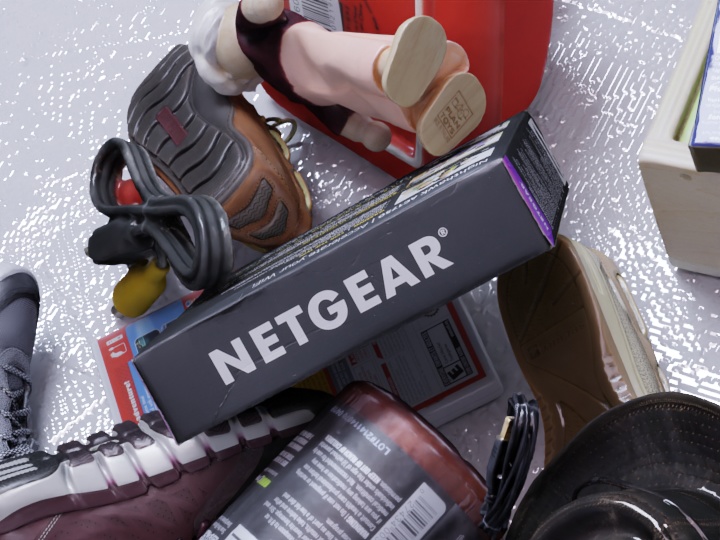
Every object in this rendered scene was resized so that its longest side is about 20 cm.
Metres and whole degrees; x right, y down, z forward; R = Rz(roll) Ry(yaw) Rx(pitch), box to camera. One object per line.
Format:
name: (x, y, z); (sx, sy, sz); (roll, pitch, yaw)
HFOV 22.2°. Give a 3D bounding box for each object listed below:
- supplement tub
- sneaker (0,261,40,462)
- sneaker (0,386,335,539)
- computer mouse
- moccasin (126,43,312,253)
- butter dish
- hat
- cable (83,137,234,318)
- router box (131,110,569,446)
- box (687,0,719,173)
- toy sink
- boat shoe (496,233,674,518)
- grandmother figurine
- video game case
supplement tub: (-0.031, 0.155, 0.856); (0.200, 0.107, 0.107); (-46, 54, -10)
sneaker: (-0.185, 0.094, 0.979); (0.113, 0.076, 0.201); (8, 68, 25)
sneaker: (-0.096, 0.133, 0.911); (0.199, 0.116, 0.076); (-15, 9, -13)
computer mouse: (0.043, 0.147, 0.808); (0.034, 0.059, 0.201); (13, 102, 2)
moccasin: (-0.077, -0.070, 1.038); (0.074, 0.078, 0.201); (-51, 35, 2)
butter dish: (0.041, -0.162, 1.005); (0.148, 0.201, 0.199); (-33, 50, -30)
hat: (0.108, 0.150, 0.768); (0.200, 0.081, 0.202); (-5, 83, 42)
cable: (-0.099, -0.028, 0.963); (0.200, 0.050, 0.098); (-8, 79, 61)
router box: (0.000, 0.000, 0.882); (0.199, 0.149, 0.051); (-29, 96, 15)
box: (0.228, -0.136, 0.844); (0.120, 0.032, 0.201); (4, 67, 24)
toy sink: (0.237, -0.098, 0.907); (0.130, 0.112, 0.201); (14, 65, 28)
boat shoe: (0.122, 0.078, 0.864); (0.072, 0.065, 0.201); (-31, 65, 34)
grandmother figurine: (-0.021, -0.107, 0.946); (0.061, 0.122, 0.200); (-44, 38, -20)
video game case: (-0.038, 0.052, 0.980); (0.199, 0.017, 0.143); (-26, 53, 4)
